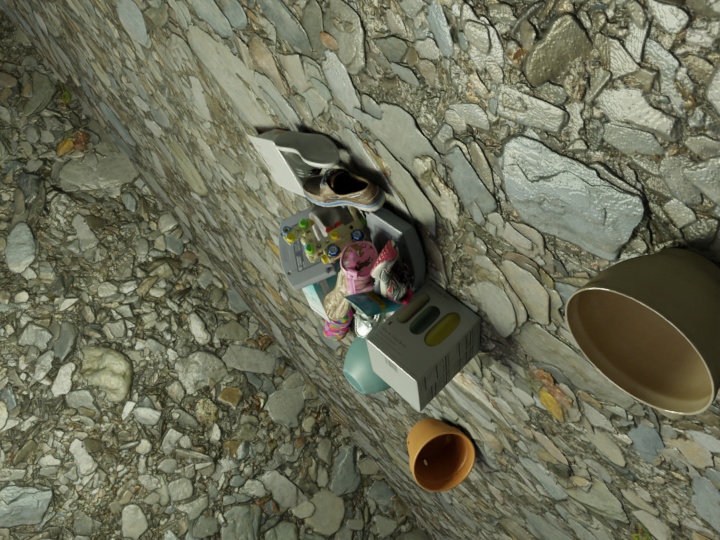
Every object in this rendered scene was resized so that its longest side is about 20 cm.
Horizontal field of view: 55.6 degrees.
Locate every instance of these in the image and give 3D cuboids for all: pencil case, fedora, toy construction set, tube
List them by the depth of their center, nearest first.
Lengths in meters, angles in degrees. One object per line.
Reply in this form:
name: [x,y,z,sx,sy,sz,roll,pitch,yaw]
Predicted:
pencil case: [0.000,0.000,1.472,0.200,0.082,0.087,86,172,-74]
toy construction set: [-0.063,-0.092,1.474,0.132,0.199,0.092,56,-173,17]
tube: [0.058,0.066,1.497,0.077,0.199,0.051,32,118,39]
fedora: [-0.054,-0.104,1.573,0.176,0.090,0.201,15,141,59]
pencil case: [-0.069,0.158,2.131,0.088,0.088,0.200,46,163,10]

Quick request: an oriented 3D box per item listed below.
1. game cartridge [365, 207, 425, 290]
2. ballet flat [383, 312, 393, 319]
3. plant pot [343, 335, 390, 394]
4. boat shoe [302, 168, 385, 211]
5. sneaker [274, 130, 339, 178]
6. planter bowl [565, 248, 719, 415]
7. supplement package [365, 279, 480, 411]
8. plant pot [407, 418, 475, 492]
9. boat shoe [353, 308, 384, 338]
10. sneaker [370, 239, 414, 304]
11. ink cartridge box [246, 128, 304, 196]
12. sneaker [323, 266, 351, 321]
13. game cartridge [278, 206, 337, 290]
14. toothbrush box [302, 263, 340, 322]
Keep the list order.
game cartridge: [0.078,-0.047,1.452,0.133,0.041,0.201,41,160,34]
ballet flat: [0.061,0.080,1.700,0.200,0.074,0.074,42,160,27]
plant pot: [0.026,0.300,2.099,0.200,0.135,0.201,42,160,19]
boat shoe: [-0.044,-0.175,1.398,0.199,0.073,0.072,10,156,31]
sneaker: [-0.096,-0.237,1.466,0.199,0.071,0.099,25,161,43]
planter bowl: [0.378,0.058,0.848,0.200,0.135,0.201,43,161,19]
supplement package: [0.139,0.162,1.478,0.152,0.200,0.151,38,158,29]
plant pot: [0.226,0.536,2.048,0.201,0.199,0.140,58,176,-25]
boat shoe: [0.024,0.081,1.648,0.074,0.065,0.203,39,124,26]
sneaker: [0.072,0.004,1.388,0.074,0.081,0.200,27,163,16]
ink cartridge box: [-0.189,-0.267,1.658,0.163,0.050,0.200,59,167,-28]
sneaker: [-0.019,0.035,1.678,0.071,0.112,0.201,38,132,14]
game cartridge: [-0.134,-0.054,1.665,0.041,0.132,0.201,52,-159,-56]
toothbrush box: [-0.080,0.011,1.770,0.085,0.146,0.201,32,156,40]
